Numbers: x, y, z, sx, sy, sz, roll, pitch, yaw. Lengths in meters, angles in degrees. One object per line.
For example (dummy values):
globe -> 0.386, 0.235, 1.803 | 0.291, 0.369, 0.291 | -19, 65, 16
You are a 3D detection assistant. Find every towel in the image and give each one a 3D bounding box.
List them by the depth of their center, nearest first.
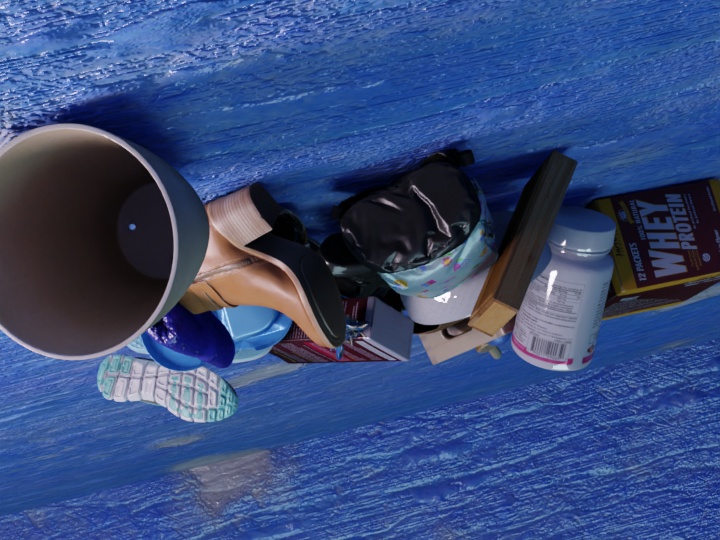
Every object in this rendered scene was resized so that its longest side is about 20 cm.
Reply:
towel -> -0.213, 0.037, 1.424 | 0.050, 0.148, 0.200 | -45, 164, 2

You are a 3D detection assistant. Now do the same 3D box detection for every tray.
tray -> 0.184, -0.031, 1.454 | 0.037, 0.200, 0.099 | 25, 157, -2

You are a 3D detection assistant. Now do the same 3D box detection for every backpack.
backpack -> 0.074, -0.042, 1.411 | 0.166, 0.127, 0.200 | -21, 169, 12

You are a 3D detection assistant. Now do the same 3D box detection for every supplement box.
supplement box -> -0.041, 0.081, 1.699 | 0.199, 0.061, 0.109 | -4, 159, 31
supplement box -> 0.401, -0.022, 1.819 | 0.197, 0.133, 0.200 | -11, 166, -16

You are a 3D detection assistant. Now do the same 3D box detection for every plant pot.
plant pot -> -0.209, -0.030, 1.104 | 0.187, 0.188, 0.200 | -18, 180, 14

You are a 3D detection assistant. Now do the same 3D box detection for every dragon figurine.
dragon figurine -> -0.028, 0.066, 1.518 | 0.059, 0.099, 0.200 | -47, -168, -3

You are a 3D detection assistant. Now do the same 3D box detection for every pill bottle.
pill bottle -> 0.274, 0.023, 1.703 | 0.113, 0.201, 0.113 | 8, -158, -3

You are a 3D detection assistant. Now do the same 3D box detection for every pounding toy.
pounding toy -> 0.186, 0.068, 1.879 | 0.184, 0.143, 0.200 | -23, 176, -43

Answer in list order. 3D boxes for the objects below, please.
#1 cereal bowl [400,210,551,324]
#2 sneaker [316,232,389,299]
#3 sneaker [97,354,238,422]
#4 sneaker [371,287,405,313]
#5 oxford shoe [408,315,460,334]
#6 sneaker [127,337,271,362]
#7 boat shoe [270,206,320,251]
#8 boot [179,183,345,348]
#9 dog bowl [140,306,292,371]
cereal bowl -> 0.133, -0.018, 1.585 | 0.200, 0.084, 0.200 | -24, -163, 8
sneaker -> -0.002, -0.002, 1.512 | 0.200, 0.060, 0.104 | -28, 152, -54
sneaker -> -0.246, 0.152, 1.702 | 0.199, 0.078, 0.091 | 14, 180, 19
sneaker -> 0.036, 0.028, 1.745 | 0.077, 0.084, 0.200 | -19, 166, 21
oxford shoe -> 0.135, 0.040, 1.729 | 0.071, 0.071, 0.200 | -32, 174, -46
sneaker -> -0.204, 0.086, 1.698 | 0.199, 0.080, 0.131 | 6, 171, 8
boat shoe -> -0.080, -0.023, 1.440 | 0.091, 0.071, 0.200 | -24, 164, 33
boot -> -0.120, 0.020, 1.337 | 0.155, 0.200, 0.077 | -28, -161, 28
dog bowl -> -0.176, 0.056, 1.596 | 0.199, 0.112, 0.050 | -17, 180, 7
